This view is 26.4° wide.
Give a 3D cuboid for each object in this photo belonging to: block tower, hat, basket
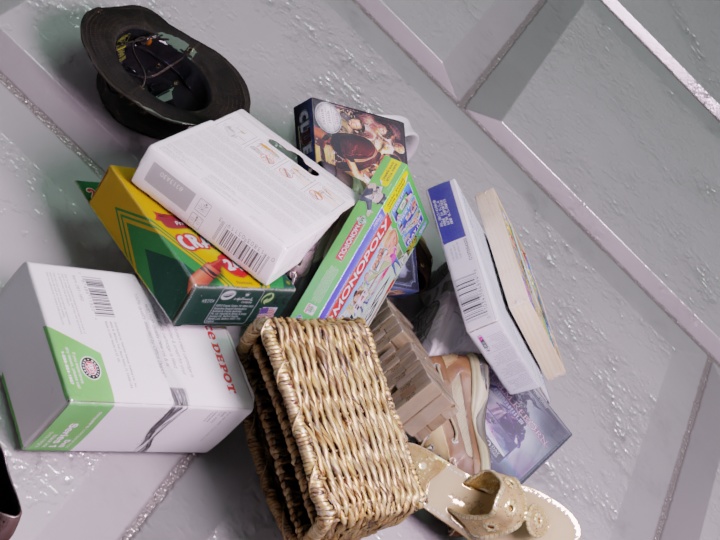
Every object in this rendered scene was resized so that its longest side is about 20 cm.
[{"bbox_3d":[0.041,0.099,1.565,0.054,0.058,0.200,48,7,-27],"label":"block tower"},{"bbox_3d":[-0.220,-0.189,1.617,0.200,0.081,0.201,27,32,-19],"label":"hat"},{"bbox_3d":[-0.058,0.152,1.386,0.149,0.143,0.200,1,65,-51],"label":"basket"}]

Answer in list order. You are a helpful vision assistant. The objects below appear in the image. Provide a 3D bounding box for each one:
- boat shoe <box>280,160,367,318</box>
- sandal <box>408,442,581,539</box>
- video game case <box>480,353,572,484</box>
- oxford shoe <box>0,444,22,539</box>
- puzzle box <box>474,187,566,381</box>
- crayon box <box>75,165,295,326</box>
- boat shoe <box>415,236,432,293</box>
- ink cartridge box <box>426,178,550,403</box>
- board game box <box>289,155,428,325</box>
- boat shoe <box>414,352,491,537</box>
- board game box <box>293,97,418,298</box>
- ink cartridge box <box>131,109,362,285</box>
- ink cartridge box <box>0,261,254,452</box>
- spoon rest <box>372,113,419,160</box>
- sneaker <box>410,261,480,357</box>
[{"bbox_3d":[-0.064,-0.018,1.538,0.065,0.072,0.200,34,76,-22],"label":"boat shoe"},{"bbox_3d":[0.118,0.229,1.501,0.211,0.070,0.078,25,79,5],"label":"sandal"},{"bbox_3d":[0.152,0.168,1.720,0.143,0.019,0.200,52,35,6],"label":"video game case"},{"bbox_3d":[-0.317,0.126,1.195,0.071,0.073,0.200,-12,65,-51],"label":"oxford shoe"},{"bbox_3d":[0.182,0.013,1.754,0.200,0.025,0.133,-102,164,-47],"label":"puzzle box"},{"bbox_3d":[-0.164,-0.033,1.418,0.127,0.051,0.200,3,39,-48],"label":"crayon box"},{"bbox_3d":[0.004,-0.042,1.719,0.200,0.070,0.070,29,34,-25],"label":"boat shoe"},{"bbox_3d":[0.140,0.031,1.682,0.200,0.043,0.197,56,15,-51],"label":"ink cartridge box"},{"bbox_3d":[0.000,0.000,1.544,0.029,0.200,0.135,25,-16,20],"label":"board game box"},{"bbox_3d":[0.092,0.178,1.597,0.074,0.076,0.200,8,59,-11],"label":"boat shoe"},{"bbox_3d":[-0.004,-0.077,1.658,0.135,0.035,0.201,10,67,-40],"label":"board game box"},{"bbox_3d":[-0.103,-0.076,1.455,0.161,0.050,0.200,37,23,7],"label":"ink cartridge box"},{"bbox_3d":[-0.210,0.080,1.347,0.200,0.084,0.146,9,48,-44],"label":"ink cartridge box"},{"bbox_3d":[0.006,-0.157,1.849,0.200,0.061,0.099,-12,65,-53],"label":"spoon rest"},{"bbox_3d":[0.111,0.066,1.729,0.099,0.078,0.200,44,35,-12],"label":"sneaker"}]
